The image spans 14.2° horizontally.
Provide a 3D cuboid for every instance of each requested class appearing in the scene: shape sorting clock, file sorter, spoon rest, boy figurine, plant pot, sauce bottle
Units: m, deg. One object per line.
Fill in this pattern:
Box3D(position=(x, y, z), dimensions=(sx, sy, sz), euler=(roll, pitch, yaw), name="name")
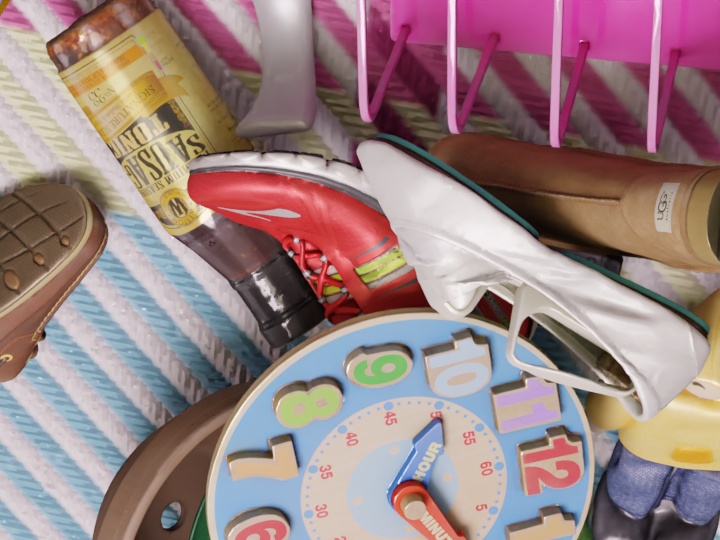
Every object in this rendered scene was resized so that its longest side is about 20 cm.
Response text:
Box3D(position=(0.022, 0.111, 1.458), dimensions=(0.200, 0.039, 0.200), euler=(-7, 116, -14), name="shape sorting clock")
Box3D(position=(0.102, -0.138, 1.382), dimensions=(0.200, 0.125, 0.139), euler=(6, 124, 10), name="file sorter")
Box3D(position=(-0.054, -0.170, 1.451), dimensions=(0.099, 0.061, 0.200), euler=(-4, 108, 15), name="spoon rest")
Box3D(position=(0.178, 0.083, 1.513), dimensions=(0.124, 0.064, 0.200), euler=(17, 147, 2), name="boy figurine")
Box3D(position=(-0.081, 0.149, 1.608), dimensions=(0.093, 0.201, 0.201), euler=(22, 136, 46), name="plant pot")
Box3D(position=(-0.083, -0.052, 1.501), dimensions=(0.066, 0.066, 0.200), euler=(-32, 98, 29), name="sauce bottle")

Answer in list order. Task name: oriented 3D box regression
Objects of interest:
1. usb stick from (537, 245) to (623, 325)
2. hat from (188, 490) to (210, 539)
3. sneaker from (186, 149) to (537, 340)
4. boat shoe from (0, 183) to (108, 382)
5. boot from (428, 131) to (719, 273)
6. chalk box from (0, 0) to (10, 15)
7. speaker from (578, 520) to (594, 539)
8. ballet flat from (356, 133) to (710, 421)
Box3D(position=(0.038, -0.008, 1.541), dimensions=(0.200, 0.033, 0.055), euler=(11, 116, 7), name="usb stick")
Box3D(position=(0.023, 0.186, 1.526), dimensions=(0.176, 0.166, 0.200), euler=(21, 131, 46), name="hat")
Box3D(position=(0.000, 0.000, 1.457), dimensions=(0.200, 0.085, 0.077), euler=(24, 168, -16), name="sneaker")
Box3D(position=(-0.209, 0.024, 1.609), dimensions=(0.200, 0.072, 0.068), euler=(-39, 140, 23), name="boat shoe")
Box3D(position=(0.157, -0.028, 1.443), dimensions=(0.175, 0.066, 0.200), euler=(20, 174, -38), name="boot")
Box3D(position=(-0.281, -0.181, 1.453), dimensions=(0.200, 0.124, 0.124), euler=(1, 124, 14), name="chalk box")
Box3D(position=(0.073, 0.121, 1.578), dimensions=(0.088, 0.088, 0.200), euler=(-12, 123, 21), name="speaker")
Box3D(position=(0.075, 0.008, 1.400), dimensions=(0.200, 0.069, 0.069), euler=(31, 124, -5), name="ballet flat")
